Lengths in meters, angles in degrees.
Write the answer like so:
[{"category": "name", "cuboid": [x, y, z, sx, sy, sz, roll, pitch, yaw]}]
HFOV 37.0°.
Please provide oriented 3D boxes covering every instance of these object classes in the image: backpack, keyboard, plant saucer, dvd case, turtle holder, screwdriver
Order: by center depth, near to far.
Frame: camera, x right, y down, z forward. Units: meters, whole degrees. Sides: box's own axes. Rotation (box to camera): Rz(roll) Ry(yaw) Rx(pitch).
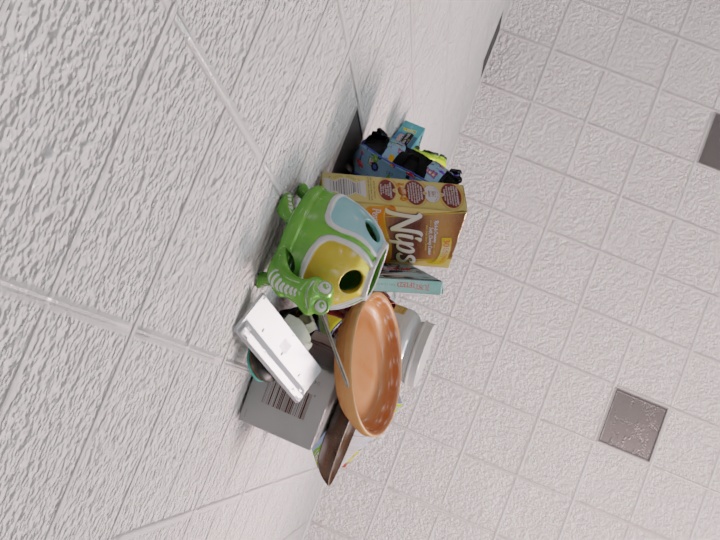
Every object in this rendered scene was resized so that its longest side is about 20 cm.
[{"category": "turtle holder", "cuboid": [-0.041, -0.022, 1.259, 0.185, 0.130, 0.143, 15, 97, -84]}, {"category": "keyboard", "cuboid": [-0.099, 0.099, 1.326, 0.057, 0.011, 0.201, -58, 147, -19]}, {"category": "screwdriver", "cuboid": [-0.045, 0.066, 1.433, 0.029, 0.202, 0.028, -21, 153, -11]}, {"category": "dvd case", "cuboid": [0.015, 0.004, 1.456, 0.200, 0.144, 0.022, -142, -123, -74]}, {"category": "plant saucer", "cuboid": [0.009, 0.131, 1.505, 0.200, 0.037, 0.204, -1, 90, -69]}, {"category": "backpack", "cuboid": [0.059, -0.114, 1.574, 0.136, 0.181, 0.200, -62, -179, 9]}, {"category": "plant saucer", "cuboid": [-0.023, 0.225, 1.624, 0.200, 0.032, 0.203, 23, 89, -84]}]

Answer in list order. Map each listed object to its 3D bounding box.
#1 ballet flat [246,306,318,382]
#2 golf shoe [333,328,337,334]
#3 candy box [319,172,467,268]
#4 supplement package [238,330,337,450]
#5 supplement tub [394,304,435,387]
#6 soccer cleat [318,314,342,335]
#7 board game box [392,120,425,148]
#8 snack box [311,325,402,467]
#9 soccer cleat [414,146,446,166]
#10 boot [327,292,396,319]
[{"category": "ballet flat", "cuboid": [-0.095, 0.084, 1.412, 0.069, 0.068, 0.200, 64, 14, -11]}, {"category": "golf shoe", "cuboid": [-0.059, 0.086, 1.848, 0.097, 0.078, 0.202, -33, 146, -44]}, {"category": "candy box", "cuboid": [0.036, -0.067, 1.460, 0.116, 0.197, 0.056, 105, -13, -48]}, {"category": "supplement package", "cuboid": [-0.084, 0.164, 1.567, 0.200, 0.115, 0.119, -35, 146, -80]}, {"category": "supplement tub", "cuboid": [0.027, 0.125, 1.990, 0.145, 0.197, 0.147, 19, 90, -80]}, {"category": "soccer cleat", "cuboid": [-0.036, 0.041, 1.731, 0.065, 0.083, 0.202, 89, 23, -74]}, {"category": "board game box", "cuboid": [0.061, -0.179, 2.025, 0.200, 0.046, 0.153, -57, 167, -62]}, {"category": "snack box", "cuboid": [-0.027, 0.211, 1.824, 0.201, 0.067, 0.170, -52, -134, 39]}, {"category": "soccer cleat", "cuboid": [0.115, -0.169, 1.947, 0.200, 0.064, 0.085, 53, 59, -82]}, {"category": "boot", "cuboid": [0.000, 0.000, 1.637, 0.073, 0.142, 0.201, 104, 9, -51]}]
